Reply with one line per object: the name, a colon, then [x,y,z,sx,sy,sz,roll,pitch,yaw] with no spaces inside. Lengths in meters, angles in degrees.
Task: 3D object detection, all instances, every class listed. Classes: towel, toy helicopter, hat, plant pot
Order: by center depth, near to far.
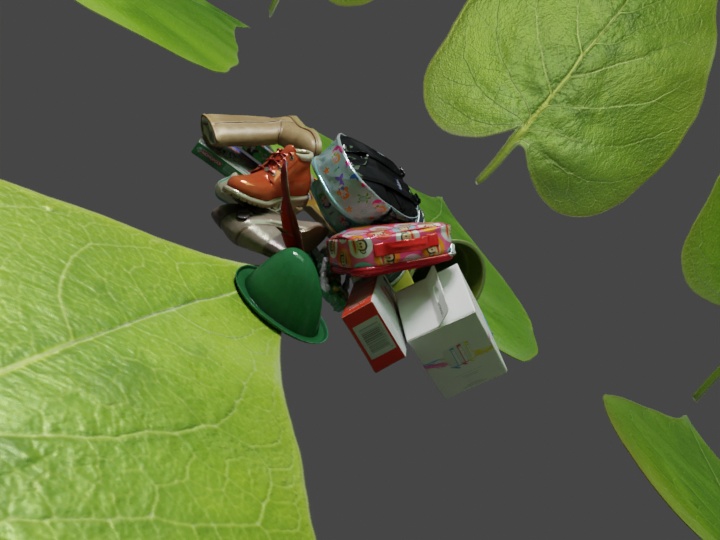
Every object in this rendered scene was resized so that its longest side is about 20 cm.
hat: [-0.078,-0.015,1.082,0.200,0.176,0.166,33,18,-25]
towel: [0.069,0.040,1.449,0.018,0.086,0.200,50,10,-29]
toy helicopter: [-0.108,-0.146,1.464,0.200,0.079,0.132,47,32,-21]
plant pot: [0.144,-0.005,1.604,0.200,0.200,0.190,30,7,-33]

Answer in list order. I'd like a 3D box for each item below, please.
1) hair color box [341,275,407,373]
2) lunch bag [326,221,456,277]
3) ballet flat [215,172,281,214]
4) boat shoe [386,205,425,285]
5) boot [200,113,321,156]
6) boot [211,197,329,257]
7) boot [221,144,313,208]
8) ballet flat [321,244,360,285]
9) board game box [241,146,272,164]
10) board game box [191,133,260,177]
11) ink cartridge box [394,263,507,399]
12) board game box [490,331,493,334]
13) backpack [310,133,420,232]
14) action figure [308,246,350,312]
hair color box: [0.030,0.080,1.235,0.111,0.064,0.200,59,14,-10]
lunch bag: [0.055,-0.040,1.224,0.199,0.082,0.176,-10,5,-22]
ballet flat: [-0.175,-0.125,1.334,0.200,0.070,0.070,25,22,-44]
boat shoe: [0.077,-0.056,1.471,0.075,0.200,0.062,19,-26,27]
boot: [-0.197,-0.260,1.432,0.199,0.066,0.175,-6,31,-30]
boot: [-0.156,-0.082,1.245,0.146,0.070,0.200,35,23,14]
boot: [-0.153,-0.165,1.227,0.075,0.108,0.200,28,22,26]
ballet flat: [0.000,0.000,1.427,0.200,0.070,0.069,49,18,28]
board game box: [-0.201,-0.247,1.598,0.134,0.029,0.200,37,5,-16]
board game box: [-0.249,-0.211,1.488,0.200,0.029,0.135,36,17,-17]
ink cartridge box: [0.152,0.099,1.253,0.200,0.125,0.129,57,12,-38]
board game box: [0.193,0.118,1.442,0.023,0.105,0.200,-18,36,-23]
backpack: [-0.005,-0.153,1.338,0.200,0.150,0.178,28,32,-56]
action figure: [-0.056,0.010,1.307,0.118,0.055,0.200,33,21,-34]
